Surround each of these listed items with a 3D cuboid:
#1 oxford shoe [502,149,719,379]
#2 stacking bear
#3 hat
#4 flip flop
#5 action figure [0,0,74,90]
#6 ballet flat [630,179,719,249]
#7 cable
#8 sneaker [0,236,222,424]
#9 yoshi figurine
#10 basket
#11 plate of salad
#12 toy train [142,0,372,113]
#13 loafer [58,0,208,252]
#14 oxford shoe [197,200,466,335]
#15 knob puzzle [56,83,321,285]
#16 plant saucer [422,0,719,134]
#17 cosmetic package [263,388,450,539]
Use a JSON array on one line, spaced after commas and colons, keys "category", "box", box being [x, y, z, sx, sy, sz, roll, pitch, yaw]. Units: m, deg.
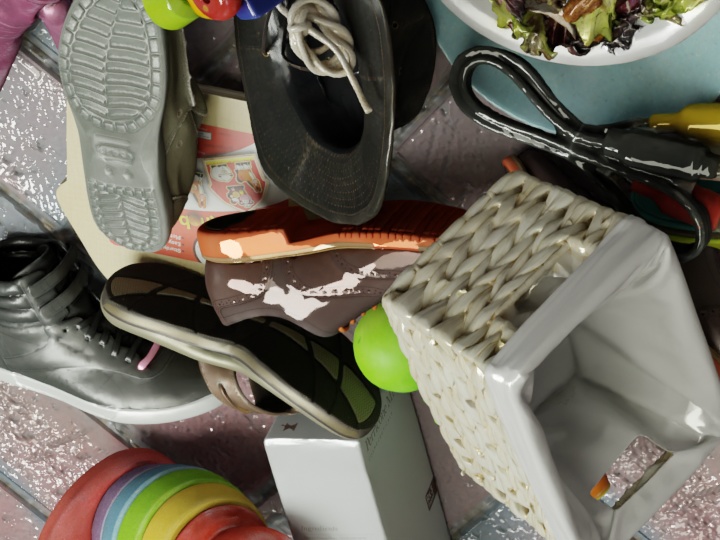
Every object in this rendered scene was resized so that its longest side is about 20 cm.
[{"category": "oxford shoe", "box": [0.172, -0.012, 1.639, 0.200, 0.071, 0.073, 43, 90, -1]}, {"category": "stacking bear", "box": [-0.108, 0.194, 1.792, 0.121, 0.114, 0.200, 31, 172, -36]}, {"category": "hat", "box": [-0.004, -0.131, 1.585, 0.201, 0.081, 0.201, 34, 132, 47]}, {"category": "flip flop", "box": [-0.078, 0.058, 1.722, 0.200, 0.081, 0.058, 22, 124, 10]}, {"category": "action figure", "box": [-0.230, -0.170, 1.626, 0.134, 0.149, 0.200, 49, 140, -8]}, {"category": "ballet flat", "box": [0.261, -0.039, 1.579, 0.200, 0.067, 0.067, -11, 140, 25]}, {"category": "cable", "box": [0.145, -0.069, 1.559, 0.200, 0.050, 0.097, 18, 105, 17]}, {"category": "sneaker", "box": [-0.180, 0.037, 1.789, 0.200, 0.071, 0.099, 13, 132, 17]}, {"category": "yoshi figurine", "box": [0.066, 0.079, 1.705, 0.112, 0.112, 0.200, -25, 106, 42]}, {"category": "basket", "box": [0.115, 0.054, 1.563, 0.123, 0.136, 0.200, 33, 159, 38]}, {"category": "plate of salad", "box": [0.115, -0.192, 1.476, 0.200, 0.048, 0.200, 8, 129, 10]}, {"category": "toy train", "box": [-0.081, -0.161, 1.520, 0.116, 0.085, 0.200, -16, 108, 52]}, {"category": "loafer", "box": [-0.136, -0.107, 1.636, 0.075, 0.070, 0.200, 18, 132, 17]}, {"category": "oxford shoe", "box": [0.000, 0.000, 1.648, 0.200, 0.071, 0.073, -1, 107, 21]}, {"category": "knob puzzle", "box": [-0.101, -0.038, 1.733, 0.219, 0.030, 0.220, 10, 126, 14]}, {"category": "plant saucer", "box": [0.133, -0.170, 1.547, 0.201, 0.039, 0.201, 11, 127, 14]}, {"category": "cosmetic package", "box": [0.004, 0.164, 1.791, 0.074, 0.102, 0.200, -1, 124, 21]}]
